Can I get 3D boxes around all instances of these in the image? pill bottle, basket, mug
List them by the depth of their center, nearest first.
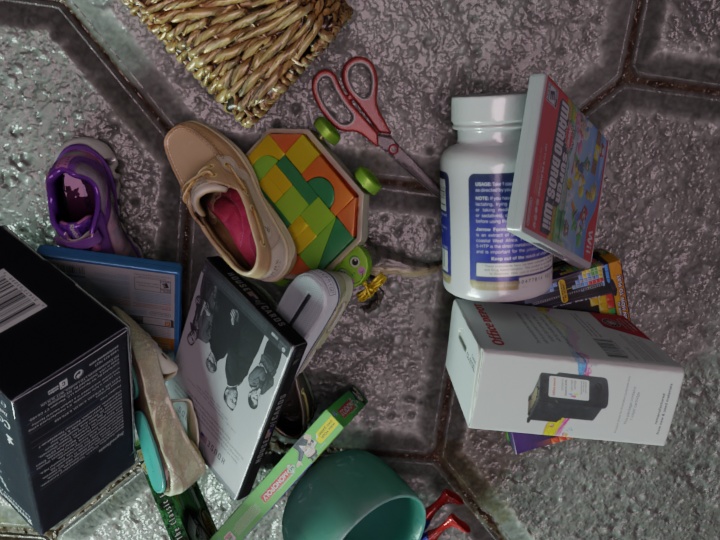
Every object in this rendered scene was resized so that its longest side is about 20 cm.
[{"bbox_3d":[-0.100,-0.236,0.632,0.143,0.200,0.149,-44,103,9],"label":"basket"},{"bbox_3d":[0.142,-0.080,0.734,0.117,0.120,0.204,-4,105,-3],"label":"pill bottle"},{"bbox_3d":[-0.023,0.300,0.813,0.151,0.114,0.187,24,99,-47],"label":"mug"}]

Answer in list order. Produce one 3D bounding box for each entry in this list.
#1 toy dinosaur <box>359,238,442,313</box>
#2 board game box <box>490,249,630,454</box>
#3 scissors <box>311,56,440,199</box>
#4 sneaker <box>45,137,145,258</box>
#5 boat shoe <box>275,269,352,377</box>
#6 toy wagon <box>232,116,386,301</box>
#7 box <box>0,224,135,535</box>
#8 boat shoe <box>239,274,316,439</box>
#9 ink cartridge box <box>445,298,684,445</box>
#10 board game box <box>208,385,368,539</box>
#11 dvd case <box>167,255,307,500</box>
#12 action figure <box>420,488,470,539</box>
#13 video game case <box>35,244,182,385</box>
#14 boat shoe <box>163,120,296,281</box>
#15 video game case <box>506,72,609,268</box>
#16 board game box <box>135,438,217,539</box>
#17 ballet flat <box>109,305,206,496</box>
[{"bbox_3d":[0.000,0.000,0.787,0.197,0.047,0.090,18,97,-12],"label":"toy dinosaur"},{"bbox_3d":[0.233,0.096,0.822,0.162,0.057,0.203,-16,106,-1],"label":"board game box"},{"bbox_3d":[0.022,-0.138,0.767,0.073,0.014,0.202,-32,106,2],"label":"scissors"},{"bbox_3d":[-0.280,-0.033,0.733,0.079,0.089,0.204,-12,107,-2],"label":"sneaker"},{"bbox_3d":[-0.072,0.080,0.722,0.072,0.062,0.201,52,121,22],"label":"boat shoe"},{"bbox_3d":[-0.049,-0.053,0.736,0.155,0.039,0.201,-43,80,16],"label":"toy wagon"},{"bbox_3d":[-0.326,0.102,0.675,0.198,0.124,0.199,31,134,22],"label":"box"},{"bbox_3d":[-0.108,0.098,0.795,0.071,0.060,0.204,-24,106,3],"label":"boat shoe"},{"bbox_3d":[0.195,0.098,0.717,0.196,0.146,0.084,6,107,-4],"label":"ink cartridge box"},{"bbox_3d":[-0.077,0.223,0.793,0.029,0.134,0.200,42,99,7],"label":"board game box"},{"bbox_3d":[-0.137,0.111,0.722,0.150,0.025,0.202,39,121,30],"label":"dvd case"},{"bbox_3d":[0.071,0.369,0.874,0.099,0.066,0.200,38,110,-21],"label":"action figure"},{"bbox_3d":[-0.265,0.066,0.756,0.140,0.018,0.202,7,128,-7],"label":"video game case"},{"bbox_3d":[-0.141,-0.075,0.706,0.074,0.069,0.201,-44,76,20],"label":"boat shoe"},{"bbox_3d":[0.202,-0.089,0.700,0.017,0.199,0.146,7,85,36],"label":"video game case"},{"bbox_3d":[-0.183,0.279,0.764,0.023,0.105,0.202,-31,67,-1],"label":"board game box"},{"bbox_3d":[-0.212,0.130,0.730,0.062,0.067,0.204,-18,92,-38],"label":"ballet flat"}]
